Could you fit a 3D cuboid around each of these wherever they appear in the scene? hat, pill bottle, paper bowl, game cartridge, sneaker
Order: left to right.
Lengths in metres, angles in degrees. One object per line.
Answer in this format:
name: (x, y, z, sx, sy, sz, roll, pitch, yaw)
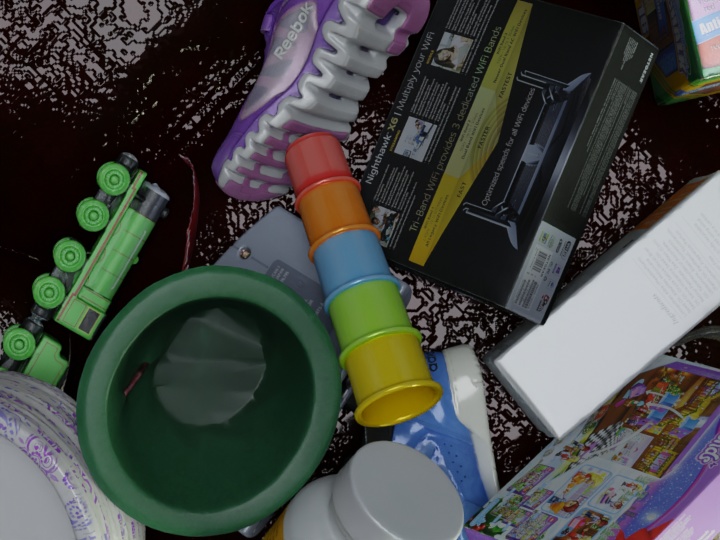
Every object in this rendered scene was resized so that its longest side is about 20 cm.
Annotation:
paper bowl: (-0.233, 0.164, 1.329, 0.199, 0.104, 0.202, 7, 106, 23)
hat: (-0.106, 0.060, 1.342, 0.165, 0.176, 0.200, 38, 89, -16)
game cartridge: (-0.070, 0.063, 1.364, 0.133, 0.040, 0.201, 32, 84, 21)
sneaker: (-0.040, -0.140, 1.376, 0.088, 0.080, 0.201, 46, 107, 31)
pill bottle: (-0.017, 0.205, 1.308, 0.112, 0.113, 0.200, 36, 126, -1)
sneaker: (0.042, 0.159, 1.372, 0.110, 0.077, 0.202, -11, 90, -2)

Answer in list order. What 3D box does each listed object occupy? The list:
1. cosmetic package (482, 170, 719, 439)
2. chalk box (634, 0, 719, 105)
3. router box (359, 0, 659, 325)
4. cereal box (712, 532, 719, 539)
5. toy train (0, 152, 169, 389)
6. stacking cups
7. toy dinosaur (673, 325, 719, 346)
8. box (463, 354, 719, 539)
cosmetic package: (0.183, 0.023, 1.365, 0.200, 0.101, 0.071, -40, 90, -2)
chalk box: (0.257, -0.189, 1.318, 0.123, 0.200, 0.125, -12, 90, -1)
router box: (0.090, -0.083, 1.343, 0.157, 0.052, 0.201, 23, 89, 40)
cereal box: (0.277, 0.188, 1.354, 0.199, 0.040, 0.145, -14, 109, 13)
toy train: (-0.196, 0.014, 1.386, 0.056, 0.042, 0.201, 31, 89, -11)
stacking cups: (0.000, 0.000, 1.315, 0.060, 0.061, 0.201, -15, 64, -1)
toy dinosaur: (0.315, 0.062, 1.378, 0.198, 0.102, 0.078, -8, 100, 7)
box: (0.182, 0.137, 1.311, 0.200, 0.136, 0.039, -39, 121, -27)
